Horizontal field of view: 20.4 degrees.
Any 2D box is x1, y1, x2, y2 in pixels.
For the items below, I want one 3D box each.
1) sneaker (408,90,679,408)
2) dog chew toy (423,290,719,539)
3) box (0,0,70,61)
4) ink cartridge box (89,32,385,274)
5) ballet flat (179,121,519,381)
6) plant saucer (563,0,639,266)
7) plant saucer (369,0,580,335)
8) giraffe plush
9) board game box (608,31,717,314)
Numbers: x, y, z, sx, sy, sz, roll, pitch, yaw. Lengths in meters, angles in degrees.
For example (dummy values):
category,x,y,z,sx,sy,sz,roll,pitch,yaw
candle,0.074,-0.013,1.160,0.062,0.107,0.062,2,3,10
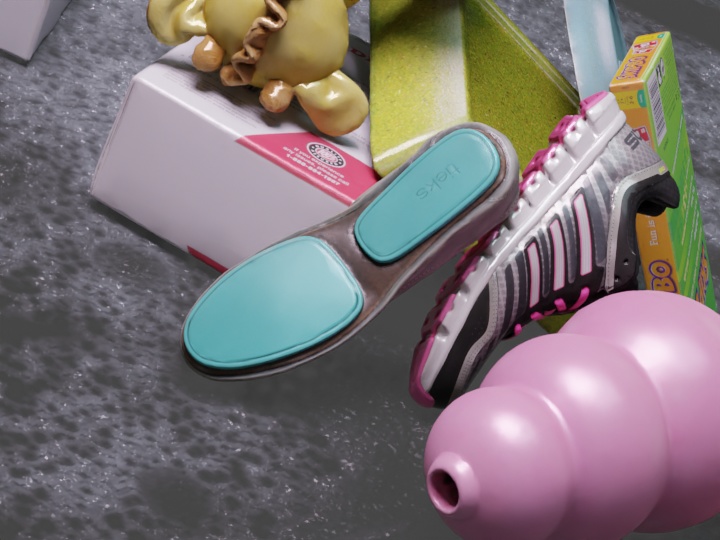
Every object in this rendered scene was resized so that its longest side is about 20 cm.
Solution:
category,x,y,z,sx,sy,sz,roll,pitch,yaw
sneaker,0.104,0.002,1.075,0.087,0.201,0.074,37,-15,-3
dog chew toy,0.112,0.083,0.996,0.199,0.125,0.125,-16,48,-40
box,-0.265,-0.229,1.225,0.198,0.098,0.125,23,28,-5
ink cartridge box,-0.045,-0.073,1.156,0.147,0.086,0.200,29,27,7
ballet flat,0.000,0.000,1.028,0.068,0.199,0.064,55,-1,22
plant saucer,0.162,-0.099,1.272,0.027,0.202,0.201,-12,27,12
plant saucer,0.084,-0.082,1.181,0.200,0.048,0.201,42,32,-34
giraffe plush,-0.022,-0.166,1.091,0.172,0.163,0.200,29,5,22
board game box,0.185,-0.033,1.202,0.030,0.202,0.096,-8,20,22
